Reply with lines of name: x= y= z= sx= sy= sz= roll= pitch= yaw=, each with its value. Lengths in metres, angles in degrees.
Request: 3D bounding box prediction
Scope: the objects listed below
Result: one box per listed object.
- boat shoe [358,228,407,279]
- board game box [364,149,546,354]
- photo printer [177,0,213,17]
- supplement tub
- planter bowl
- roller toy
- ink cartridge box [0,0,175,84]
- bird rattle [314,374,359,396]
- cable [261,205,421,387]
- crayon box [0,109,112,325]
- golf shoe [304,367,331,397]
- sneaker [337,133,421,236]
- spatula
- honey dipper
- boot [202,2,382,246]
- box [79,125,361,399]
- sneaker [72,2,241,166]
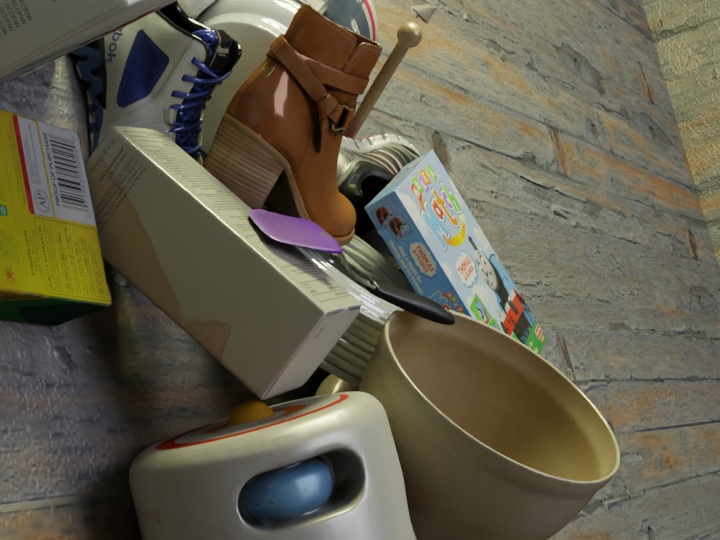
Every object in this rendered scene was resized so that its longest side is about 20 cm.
boat shoe: x=0.046 y=0.027 z=1.429 sx=0.072 sy=0.068 sz=0.201 roll=26 pitch=28 yaw=-42
board game box: x=0.085 y=0.006 z=1.363 sx=0.201 sy=0.036 sz=0.151 roll=57 pitch=22 yaw=-7
photo printer: x=-0.163 y=-0.292 z=1.295 sx=0.167 sy=0.069 sz=0.200 roll=51 pitch=28 yaw=-11
supplement tub: x=-0.071 y=-0.181 z=1.356 sx=0.141 sy=0.139 sz=0.200 roll=63 pitch=25 yaw=-18
planter bowl: x=0.073 y=0.140 z=1.187 sx=0.199 sy=0.135 sz=0.201 roll=27 pitch=21 yaw=-11
roller toy: x=-0.058 y=0.156 z=1.076 sx=0.200 sy=0.181 sz=0.141 roll=-17 pitch=93 yaw=-65
ink cartridge box: x=-0.195 y=-0.190 z=1.053 sx=0.084 sy=0.174 sz=0.200 roll=63 pitch=24 yaw=-9
bird rattle: x=-0.010 y=0.160 z=1.304 sx=0.199 sy=0.112 sz=0.165 roll=30 pitch=53 yaw=-41
cable: x=-0.022 y=0.021 z=1.302 sx=0.200 sy=0.070 sz=0.199 roll=44 pitch=15 yaw=33
crayon box: x=-0.241 y=-0.040 z=0.991 sx=0.200 sy=0.050 sz=0.128 roll=15 pitch=59 yaw=-63
golf shoe: x=0.000 y=0.096 z=1.425 sx=0.200 sy=0.077 sz=0.088 roll=28 pitch=23 yaw=-55
sneaker: x=0.010 y=-0.073 z=1.446 sx=0.088 sy=0.074 sz=0.199 roll=52 pitch=23 yaw=22
spatula: x=0.000 y=0.000 z=1.149 sx=0.199 sy=0.021 sz=0.057 roll=31 pitch=9 yaw=-38
honey dipper: x=0.007 y=-0.149 z=1.451 sx=0.038 sy=0.200 sz=0.038 roll=17 pitch=46 yaw=-19
boot: x=-0.032 y=-0.111 z=1.233 sx=0.076 sy=0.156 sz=0.199 roll=33 pitch=5 yaw=37
box: x=-0.104 y=-0.007 z=1.106 sx=0.200 sy=0.078 sz=0.095 roll=41 pitch=11 yaw=12
sneaker: x=-0.142 y=-0.126 z=1.191 sx=0.080 sy=0.114 sz=0.201 roll=-7 pitch=80 yaw=-65
